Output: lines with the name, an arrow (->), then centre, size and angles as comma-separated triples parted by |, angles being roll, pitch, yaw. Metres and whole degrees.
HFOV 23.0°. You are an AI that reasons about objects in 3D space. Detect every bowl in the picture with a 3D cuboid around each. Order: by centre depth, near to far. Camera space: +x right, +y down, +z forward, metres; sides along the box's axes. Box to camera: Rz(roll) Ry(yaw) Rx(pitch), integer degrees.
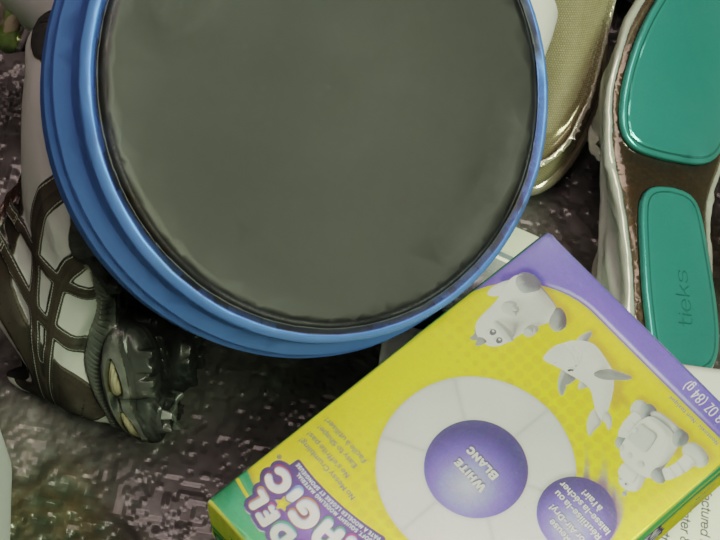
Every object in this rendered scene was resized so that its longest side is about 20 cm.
bowl -> -0.018, -0.067, 0.662 | 0.200, 0.039, 0.202 | 0, 89, -25

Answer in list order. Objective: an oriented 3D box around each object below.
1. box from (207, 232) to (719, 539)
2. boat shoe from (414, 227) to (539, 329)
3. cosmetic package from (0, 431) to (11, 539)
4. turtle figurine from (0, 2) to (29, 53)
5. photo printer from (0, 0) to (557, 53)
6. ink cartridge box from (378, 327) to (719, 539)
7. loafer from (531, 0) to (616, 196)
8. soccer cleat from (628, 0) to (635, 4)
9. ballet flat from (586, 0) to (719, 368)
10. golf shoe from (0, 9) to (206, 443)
box -> 0.034, 0.088, 0.660 | 0.200, 0.048, 0.117 | -39, 70, -17
boat shoe -> 0.000, 0.001, 0.779 | 0.200, 0.070, 0.072 | 20, 58, 3
cosmetic package -> -0.221, 0.114, 0.637 | 0.166, 0.200, 0.167 | -1, 64, -4
turtle figurine -> -0.221, -0.082, 0.798 | 0.144, 0.200, 0.194 | -56, 44, 17
photo printer -> -0.026, -0.110, 0.754 | 0.200, 0.070, 0.166 | 38, 63, 8
ink cartridge box -> 0.097, 0.115, 0.721 | 0.199, 0.084, 0.145 | 8, 63, 2
loafer -> 0.084, -0.135, 0.822 | 0.075, 0.068, 0.201 | 11, 88, 17
soccer cleat -> 0.177, -0.125, 0.848 | 0.200, 0.070, 0.086 | 31, 53, 10
ballet flat -> 0.128, -0.039, 0.802 | 0.069, 0.069, 0.201 | 5, 73, -1
golf shoe -> -0.125, -0.015, 0.716 | 0.094, 0.201, 0.078 | 7, 36, 17
